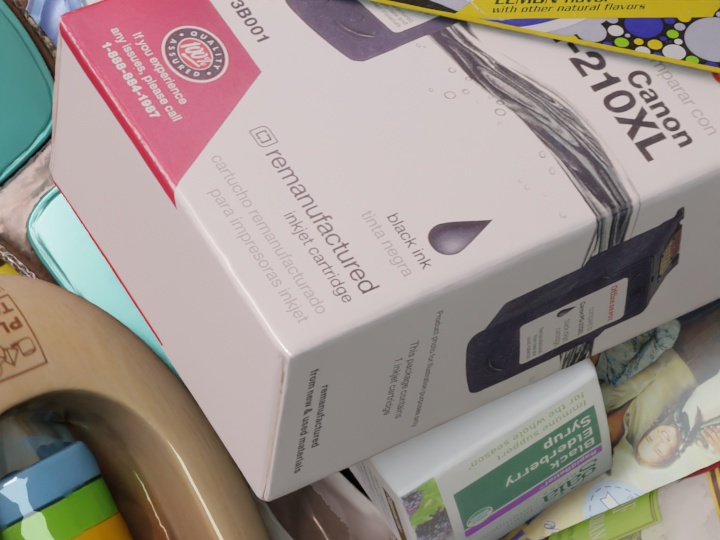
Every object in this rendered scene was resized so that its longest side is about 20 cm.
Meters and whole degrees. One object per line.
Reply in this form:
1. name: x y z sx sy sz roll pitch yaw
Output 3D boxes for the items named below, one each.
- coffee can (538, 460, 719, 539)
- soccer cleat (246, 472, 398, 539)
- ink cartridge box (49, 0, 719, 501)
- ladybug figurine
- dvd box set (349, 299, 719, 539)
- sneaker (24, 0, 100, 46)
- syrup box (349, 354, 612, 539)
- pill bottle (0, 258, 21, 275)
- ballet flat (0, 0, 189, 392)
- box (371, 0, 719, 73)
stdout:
1. coffee can: 0.134 0.132 0.903 0.199 0.146 0.147 -25 81 9
2. soccer cleat: 0.003 0.137 0.974 0.200 0.069 0.078 54 132 24
3. ink cartridge box: 0.023 -0.038 0.886 0.199 0.085 0.145 -23 59 -23
4. ladybug figurine: -0.100 0.096 0.901 0.135 0.072 0.201 -22 86 -35
5. dvd box set: 0.096 0.037 1.006 0.200 0.029 0.147 -40 78 6
6. sneaker: -0.071 -0.108 1.031 0.082 0.074 0.201 16 90 10
7. syrup box: 0.000 0.000 0.968 0.078 0.082 0.200 -32 61 -7
8. pill bottle: -0.164 0.012 1.019 0.111 0.111 0.200 -45 78 4
9. ballet flat: -0.110 -0.031 0.968 0.068 0.075 0.200 -40 90 -2
10. box: 0.066 -0.115 0.851 0.198 0.070 0.065 11 48 2
